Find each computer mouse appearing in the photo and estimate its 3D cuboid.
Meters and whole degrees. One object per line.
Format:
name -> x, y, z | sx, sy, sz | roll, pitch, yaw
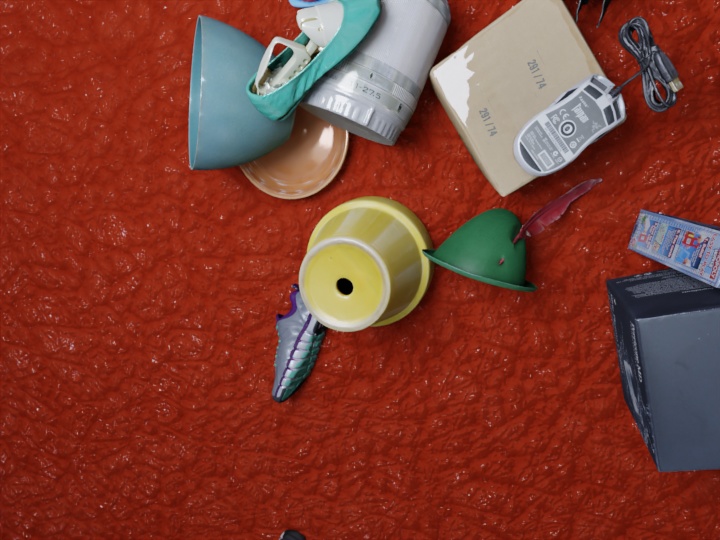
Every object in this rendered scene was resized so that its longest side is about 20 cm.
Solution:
computer mouse -> 0.270, -0.192, 0.627 | 0.199, 0.044, 0.110 | -35, 96, 14

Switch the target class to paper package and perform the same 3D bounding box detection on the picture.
paper package -> 0.217, -0.233, 0.706 | 0.190, 0.103, 0.201 | -32, 94, 20

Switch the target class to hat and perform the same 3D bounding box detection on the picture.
hat -> 0.198, -0.079, 0.730 | 0.165, 0.199, 0.177 | 25, 103, 35

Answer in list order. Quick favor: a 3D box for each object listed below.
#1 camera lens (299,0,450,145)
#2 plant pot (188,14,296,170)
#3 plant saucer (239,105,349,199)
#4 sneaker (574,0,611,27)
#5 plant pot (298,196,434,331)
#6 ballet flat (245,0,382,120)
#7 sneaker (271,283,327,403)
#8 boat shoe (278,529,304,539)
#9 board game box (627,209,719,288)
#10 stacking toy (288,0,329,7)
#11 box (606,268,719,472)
camera lens -> 0.018, -0.291, 0.704 | 0.159, 0.160, 0.201 | 24, 98, 9
plant pot -> -0.167, -0.238, 0.744 | 0.134, 0.200, 0.202 | 2, 106, -23
plant saucer -> -0.110, -0.216, 0.834 | 0.198, 0.037, 0.202 | 3, 103, 15
sneaker -> 0.311, -0.416, 0.657 | 0.060, 0.104, 0.201 | 13, 69, 22
plant pot -> 0.000, 0.000, 0.774 | 0.199, 0.189, 0.203 | 4, 104, 15
ballet flat -> -0.062, -0.258, 0.613 | 0.200, 0.070, 0.068 | -39, 56, 24
sneaker -> -0.119, 0.126, 0.906 | 0.087, 0.074, 0.201 | 29, 99, 21
boat shoe -> -0.163, 0.606, 1.006 | 0.074, 0.093, 0.202 | 16, 106, 11
board game box -> 0.460, -0.015, 0.639 | 0.198, 0.200, 0.062 | 15, 105, 12
stacking toy -> -0.094, -0.434, 0.689 | 0.109, 0.200, 0.117 | 3, 102, 20
box -> 0.409, 0.117, 0.683 | 0.116, 0.200, 0.198 | -11, 99, 17
